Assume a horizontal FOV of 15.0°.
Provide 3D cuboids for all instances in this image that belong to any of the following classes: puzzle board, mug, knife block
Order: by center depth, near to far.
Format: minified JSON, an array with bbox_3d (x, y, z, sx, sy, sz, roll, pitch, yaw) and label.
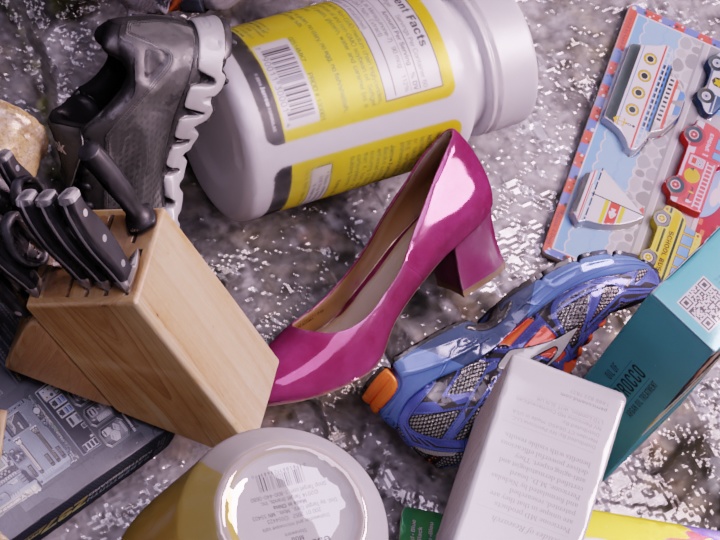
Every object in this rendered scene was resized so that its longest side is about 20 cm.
[{"bbox_3d":[-0.118,0.010,1.467,0.200,0.176,0.064,23,59,-12],"label":"knife block"},{"bbox_3d":[-0.061,0.172,1.478,0.149,0.153,0.187,30,62,-1],"label":"mug"},{"bbox_3d":[0.213,-0.064,1.739,0.151,0.017,0.200,24,61,-3],"label":"puzzle board"}]

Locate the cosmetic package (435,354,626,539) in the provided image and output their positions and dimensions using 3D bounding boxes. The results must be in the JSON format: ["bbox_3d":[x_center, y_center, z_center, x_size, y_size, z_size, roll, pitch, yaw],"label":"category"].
[{"bbox_3d":[0.077,0.160,1.497,0.071,0.101,0.200,21,65,-1],"label":"cosmetic package"}]

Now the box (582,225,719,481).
[{"bbox_3d":[0.177,0.046,1.573,0.049,0.200,0.082,44,63,8],"label":"box"}]

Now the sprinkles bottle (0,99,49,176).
[{"bbox_3d":[-0.229,0.002,1.503,0.068,0.068,0.200,18,63,-6],"label":"sprinkles bottle"}]

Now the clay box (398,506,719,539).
[{"bbox_3d":[0.120,0.196,1.574,0.200,0.048,0.115,10,64,-11],"label":"clay box"}]

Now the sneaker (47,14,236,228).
[{"bbox_3d":[-0.143,-0.059,1.563,0.090,0.200,0.066,11,18,-26],"label":"sneaker"}]

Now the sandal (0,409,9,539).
[{"bbox_3d":[-0.184,0.165,1.427,0.070,0.078,0.212,8,52,-7],"label":"sandal"}]

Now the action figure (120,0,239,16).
[{"bbox_3d":[-0.053,-0.185,1.609,0.193,0.105,0.200,-18,37,-17],"label":"action figure"}]

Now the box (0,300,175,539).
[{"bbox_3d":[-0.224,0.059,1.545,0.158,0.051,0.200,-36,79,-26],"label":"box"}]

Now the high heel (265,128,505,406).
[{"bbox_3d":[0.000,0.000,1.597,0.200,0.067,0.096,-30,118,-21],"label":"high heel"}]

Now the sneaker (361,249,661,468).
[{"bbox_3d":[0.098,0.053,1.630,0.200,0.075,0.078,-29,84,-17],"label":"sneaker"}]

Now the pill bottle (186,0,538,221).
[{"bbox_3d":[-0.001,-0.109,1.648,0.200,0.114,0.114,-17,71,-22],"label":"pill bottle"}]
